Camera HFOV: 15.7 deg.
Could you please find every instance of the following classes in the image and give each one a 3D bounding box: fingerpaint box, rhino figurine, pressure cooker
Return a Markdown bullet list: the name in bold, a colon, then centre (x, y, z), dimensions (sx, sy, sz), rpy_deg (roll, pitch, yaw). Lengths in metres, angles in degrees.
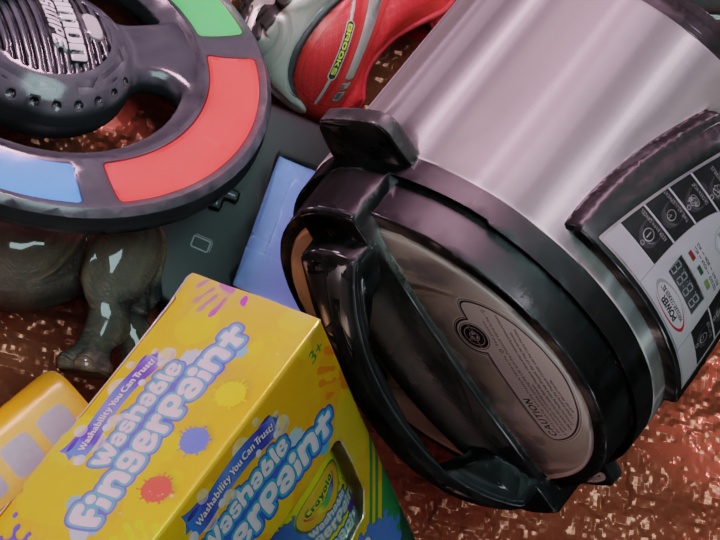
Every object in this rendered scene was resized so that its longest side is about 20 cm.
- **fingerpaint box**: centre (-0.071, 0.133, 1.023), dimensions (0.073, 0.167, 0.200), rpy_deg (19, 57, 34)
- **rhino figurine**: centre (-0.173, -0.009, 1.087), dimensions (0.198, 0.060, 0.088), rpy_deg (13, 74, -10)
- **pressure cooker**: centre (0.066, -0.007, 1.074), dimensions (0.175, 0.179, 0.200), rpy_deg (36, 65, 9)

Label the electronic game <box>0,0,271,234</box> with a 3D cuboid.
- **electronic game**: centre (-0.134, -0.090, 1.099), dimensions (0.198, 0.042, 0.201), rpy_deg (13, 42, -12)

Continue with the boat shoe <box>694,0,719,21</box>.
- **boat shoe**: centre (0.165, -0.153, 1.262), dimensions (0.198, 0.062, 0.073), rpy_deg (11, 70, -18)

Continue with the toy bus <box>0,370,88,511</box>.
- **toy bus**: centre (-0.176, 0.133, 1.038), dimensions (0.200, 0.065, 0.078), rpy_deg (-41, 91, -27)

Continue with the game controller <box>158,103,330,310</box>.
- **game controller**: centre (0.000, 0.000, 1.162), dimensions (0.199, 0.042, 0.105), rpy_deg (23, 67, -13)

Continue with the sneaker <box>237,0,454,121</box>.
- **sneaker**: centre (0.019, -0.149, 1.211), dimensions (0.085, 0.077, 0.200), rpy_deg (47, 67, -23)
